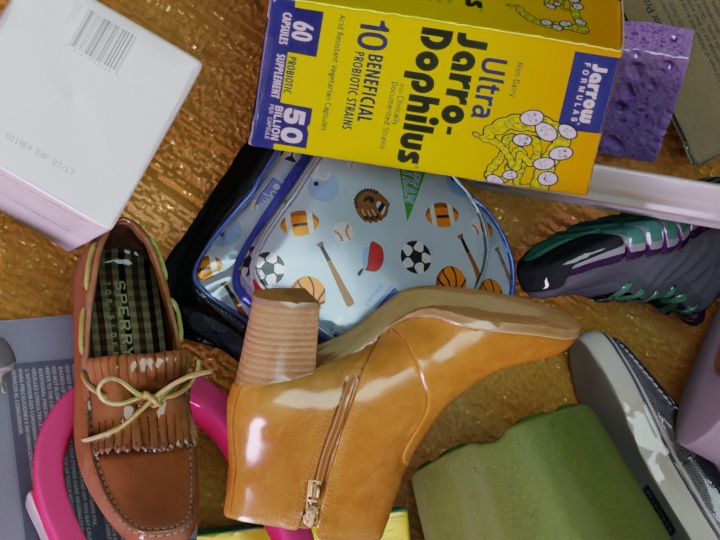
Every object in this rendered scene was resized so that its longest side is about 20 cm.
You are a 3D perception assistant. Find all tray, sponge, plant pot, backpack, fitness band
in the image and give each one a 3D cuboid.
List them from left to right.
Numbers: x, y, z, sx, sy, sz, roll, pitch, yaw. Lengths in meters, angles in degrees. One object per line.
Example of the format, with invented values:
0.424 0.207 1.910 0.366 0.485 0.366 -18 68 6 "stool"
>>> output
-0.110 0.146 1.428 0.143 0.037 0.200 -23 68 -22 "fitness band"
0.000 0.000 1.504 0.190 0.154 0.200 39 76 -19 "backpack"
0.098 -0.123 1.525 0.200 0.112 0.030 10 59 1 "sponge"
0.121 0.190 1.511 0.200 0.200 0.190 -19 78 -13 "plant pot"
0.144 -0.050 1.489 0.200 0.107 0.022 10 90 11 "tray"

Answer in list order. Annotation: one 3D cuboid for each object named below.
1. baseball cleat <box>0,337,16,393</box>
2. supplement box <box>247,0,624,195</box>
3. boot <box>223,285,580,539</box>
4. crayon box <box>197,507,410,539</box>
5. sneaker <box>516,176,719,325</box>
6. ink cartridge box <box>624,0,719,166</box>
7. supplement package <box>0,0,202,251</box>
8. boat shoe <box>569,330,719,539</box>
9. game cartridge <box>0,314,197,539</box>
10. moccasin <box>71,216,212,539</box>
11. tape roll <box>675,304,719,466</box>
-0.306 0.033 1.447 0.199 0.070 0.107 -6 87 1 "baseball cleat"
0.044 -0.129 1.412 0.200 0.109 0.110 8 41 -2 "supplement box"
0.022 0.085 1.406 0.201 0.071 0.144 2 104 -10 "boot"
-0.065 0.216 1.516 0.200 0.058 0.119 -5 88 -13 "crayon box"
0.188 0.003 1.561 0.200 0.074 0.088 -20 101 -33 "sneaker"
0.245 -0.193 1.575 0.165 0.075 0.200 -25 94 13 "ink cartridge box"
-0.180 -0.090 1.433 0.114 0.200 0.110 30 81 -11 "supplement package"
0.217 0.116 1.571 0.093 0.075 0.200 -24 79 -18 "boat shoe"
-0.167 0.120 1.473 0.133 0.042 0.200 -2 61 -16 "game cartridge"
-0.126 0.063 1.408 0.073 0.078 0.202 2 59 -12 "moccasin"
0.268 0.033 1.481 0.066 0.200 0.201 29 81 -3 "tape roll"
